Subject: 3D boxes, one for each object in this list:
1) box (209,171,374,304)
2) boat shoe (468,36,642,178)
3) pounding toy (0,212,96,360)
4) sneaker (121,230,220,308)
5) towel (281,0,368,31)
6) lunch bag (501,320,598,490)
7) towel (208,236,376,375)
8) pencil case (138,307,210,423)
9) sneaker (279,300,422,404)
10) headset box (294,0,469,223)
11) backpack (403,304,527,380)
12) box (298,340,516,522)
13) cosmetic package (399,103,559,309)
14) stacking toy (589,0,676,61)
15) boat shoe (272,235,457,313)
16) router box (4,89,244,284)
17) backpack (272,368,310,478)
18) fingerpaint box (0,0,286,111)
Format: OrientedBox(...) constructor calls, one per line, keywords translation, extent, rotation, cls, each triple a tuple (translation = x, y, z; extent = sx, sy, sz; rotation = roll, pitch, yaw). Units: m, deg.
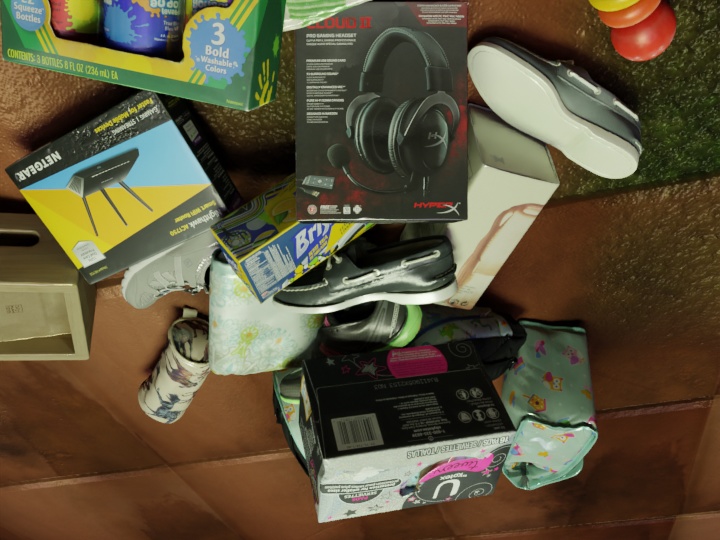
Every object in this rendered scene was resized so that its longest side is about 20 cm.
OrientedBox(translation=(-0.045, -0.060, 0.656), extent=(0.199, 0.070, 0.065), rotation=(-35, 139, -15), cls="box")
OrientedBox(translation=(0.191, -0.167, 0.627), extent=(0.199, 0.062, 0.073), rotation=(32, 159, -10), cls="boat shoe")
OrientedBox(translation=(-0.423, -0.003, 0.760), extent=(0.197, 0.144, 0.185), rotation=(2, 141, -16), cls="pounding toy")
OrientedBox(translation=(-0.210, 0.001, 0.767), extent=(0.199, 0.075, 0.083), rotation=(-35, 88, 31), cls="sneaker")
OrientedBox(translation=(-0.093, -0.257, 0.506), extent=(0.197, 0.023, 0.154), rotation=(-12, 106, 15), cls="towel")
OrientedBox(translation=(0.260, 0.200, 0.934), extent=(0.120, 0.172, 0.201), rotation=(6, 138, 4), cls="lunch bag")
OrientedBox(translation=(-0.077, 0.045, 0.762), extent=(0.197, 0.048, 0.173), rotation=(-4, 125, -19), cls="towel")
OrientedBox(translation=(-0.263, 0.144, 0.936), extent=(0.077, 0.090, 0.200), rotation=(15, 137, -24), cls="pencil case")
OrientedBox(translation=(-0.022, 0.082, 0.750), extent=(0.199, 0.077, 0.084), rotation=(-38, 100, 16), cls="sneaker")
OrientedBox(translation=(0.017, -0.143, 0.568), extent=(0.146, 0.077, 0.203), rotation=(0, 93, -1), cls="headset box")
OrientedBox(translation=(0.100, 0.108, 0.841), extent=(0.199, 0.154, 0.164), rotation=(-11, 143, -56), cls="backpack")
OrientedBox(translation=(0.041, 0.170, 0.692), extent=(0.197, 0.133, 0.116), rotation=(-5, 131, -13), cls="box")
OrientedBox(translation=(0.119, -0.061, 0.703), extent=(0.086, 0.104, 0.201), rotation=(11, 138, -14), cls="cosmetic package")
OrientedBox(translation=(0.204, -0.246, 0.525), extent=(0.085, 0.086, 0.200), rotation=(-25, 136, 25), cls="stacking toy")
OrientedBox(translation=(0.000, 0.000, 0.671), extent=(0.197, 0.076, 0.061), rotation=(-8, 114, 6), cls="boat shoe")
OrientedBox(translation=(-0.243, -0.089, 0.676), extent=(0.198, 0.051, 0.150), rotation=(-21, 114, 20), cls="router box")
OrientedBox(translation=(-0.043, 0.208, 0.943), extent=(0.152, 0.177, 0.201), rotation=(-28, 134, 5), cls="backpack")
OrientedBox(translation=(-0.156, -0.223, 0.475), extent=(0.197, 0.073, 0.169), rotation=(13, 112, 5), cls="fingerpaint box")
